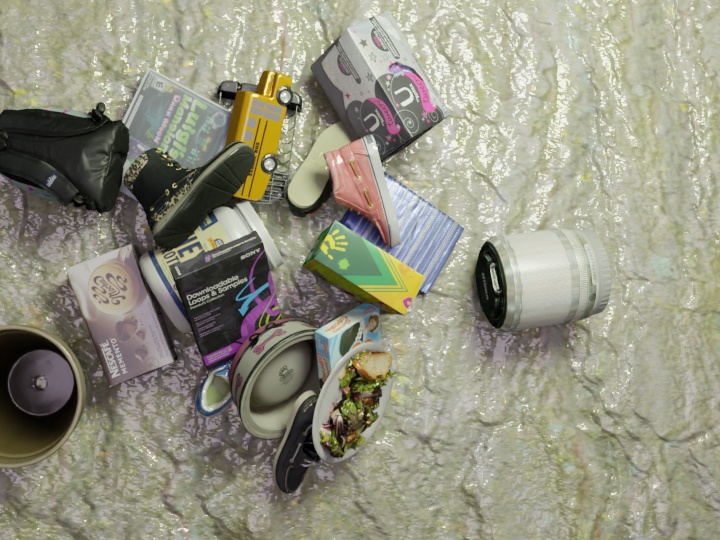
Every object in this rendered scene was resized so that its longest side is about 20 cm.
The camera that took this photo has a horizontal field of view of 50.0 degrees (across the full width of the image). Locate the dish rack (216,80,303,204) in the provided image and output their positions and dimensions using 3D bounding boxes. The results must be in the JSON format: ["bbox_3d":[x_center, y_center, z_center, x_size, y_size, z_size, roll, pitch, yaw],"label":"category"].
[{"bbox_3d":[-0.180,-0.216,1.305,0.150,0.055,0.205,8,89,-7],"label":"dish rack"}]

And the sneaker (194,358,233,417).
[{"bbox_3d":[-0.202,0.160,1.280,0.075,0.077,0.202,33,81,-5],"label":"sneaker"}]

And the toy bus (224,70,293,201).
[{"bbox_3d":[-0.168,-0.217,1.230,0.077,0.065,0.204,10,98,-29],"label":"toy bus"}]

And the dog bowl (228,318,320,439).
[{"bbox_3d":[-0.127,0.168,1.247,0.198,0.073,0.203,-25,132,-30],"label":"dog bowl"}]

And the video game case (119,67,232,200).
[{"bbox_3d":[-0.315,-0.201,1.266,0.179,0.023,0.203,28,92,6],"label":"video game case"}]

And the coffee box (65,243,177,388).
[{"bbox_3d":[-0.384,0.073,1.252,0.111,0.080,0.204,-20,92,-10],"label":"coffee box"}]

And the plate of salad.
[{"bbox_3d":[-0.002,0.213,1.221,0.047,0.199,0.204,20,84,34],"label":"plate of salad"}]

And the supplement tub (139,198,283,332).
[{"bbox_3d":[-0.237,-0.010,1.244,0.198,0.145,0.147,-33,94,-8],"label":"supplement tub"}]

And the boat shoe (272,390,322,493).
[{"bbox_3d":[-0.092,0.295,1.260,0.062,0.072,0.204,31,119,30],"label":"boat shoe"}]

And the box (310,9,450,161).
[{"bbox_3d":[0.032,-0.299,1.280,0.114,0.131,0.202,-35,95,-37],"label":"box"}]

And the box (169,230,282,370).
[{"bbox_3d":[-0.199,0.049,1.186,0.141,0.036,0.203,-25,134,-17],"label":"box"}]

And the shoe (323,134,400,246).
[{"bbox_3d":[0.004,-0.119,1.279,0.089,0.072,0.203,-18,122,0],"label":"shoe"}]

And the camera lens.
[{"bbox_3d":[0.305,0.014,1.319,0.195,0.160,0.164,-7,90,-8],"label":"camera lens"}]

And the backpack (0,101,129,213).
[{"bbox_3d":[-0.475,-0.176,1.213,0.195,0.127,0.171,11,77,3],"label":"backpack"}]

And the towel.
[{"bbox_3d":[0.069,-0.068,1.358,0.198,0.024,0.146,33,82,-8],"label":"towel"}]

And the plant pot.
[{"bbox_3d":[-0.509,0.183,1.183,0.195,0.173,0.205,0,88,-8],"label":"plant pot"}]

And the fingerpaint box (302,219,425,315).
[{"bbox_3d":[0.000,0.000,1.252,0.165,0.200,0.074,32,83,-6],"label":"fingerpaint box"}]

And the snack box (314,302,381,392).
[{"bbox_3d":[-0.015,0.166,1.260,0.115,0.037,0.204,-28,126,-38],"label":"snack box"}]

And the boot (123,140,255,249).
[{"bbox_3d":[-0.270,-0.153,1.190,0.204,0.073,0.154,-45,59,4],"label":"boot"}]

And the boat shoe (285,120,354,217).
[{"bbox_3d":[-0.058,-0.178,1.319,0.073,0.063,0.203,35,70,4],"label":"boat shoe"}]
